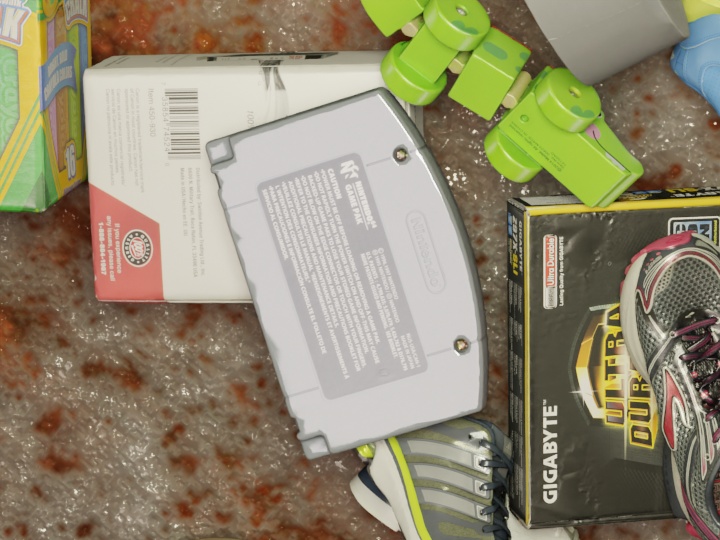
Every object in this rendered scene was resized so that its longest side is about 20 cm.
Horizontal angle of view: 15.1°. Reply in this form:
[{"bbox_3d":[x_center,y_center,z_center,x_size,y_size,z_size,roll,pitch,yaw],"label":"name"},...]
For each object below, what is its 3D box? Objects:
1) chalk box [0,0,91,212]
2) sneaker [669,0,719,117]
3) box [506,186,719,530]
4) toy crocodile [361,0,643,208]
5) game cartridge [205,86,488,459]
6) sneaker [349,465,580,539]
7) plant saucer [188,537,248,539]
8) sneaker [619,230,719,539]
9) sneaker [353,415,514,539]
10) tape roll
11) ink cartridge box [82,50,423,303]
[{"bbox_3d":[-0.237,-0.145,1.656,0.124,0.124,0.200,1,103,9],"label":"chalk box"},{"bbox_3d":[0.275,-0.112,1.615,0.200,0.076,0.105,28,124,2],"label":"sneaker"},{"bbox_3d":[0.171,0.051,1.646,0.160,0.049,0.200,-3,103,-13],"label":"box"},{"bbox_3d":[0.080,-0.112,1.581,0.200,0.062,0.068,38,130,-2],"label":"toy crocodile"},{"bbox_3d":[0.000,0.000,1.602,0.133,0.040,0.200,-16,95,15],"label":"game cartridge"},{"bbox_3d":[0.094,0.158,1.699,0.200,0.076,0.081,32,96,0],"label":"sneaker"},{"bbox_3d":[-0.084,0.267,1.773,0.200,0.029,0.200,2,103,10],"label":"plant saucer"},{"bbox_3d":[0.210,0.072,1.595,0.081,0.075,0.200,-19,104,-7],"label":"sneaker"},{"bbox_3d":[0.062,0.135,1.622,0.081,0.074,0.200,-36,67,8],"label":"sneaker"},{"bbox_3d":[0.116,-0.208,1.543,0.066,0.200,0.200,-26,97,13],"label":"tape roll"},{"bbox_3d":[-0.061,-0.059,1.666,0.200,0.083,0.147,0,102,9],"label":"ink cartridge box"}]
